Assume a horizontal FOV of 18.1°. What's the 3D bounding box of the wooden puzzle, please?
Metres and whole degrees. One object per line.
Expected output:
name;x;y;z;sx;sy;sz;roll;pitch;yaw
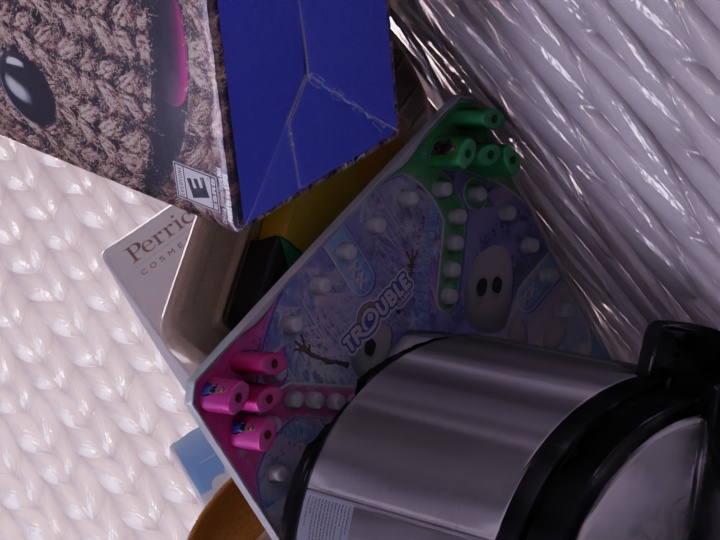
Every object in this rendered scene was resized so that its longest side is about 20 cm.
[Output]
wooden puzzle;0.000;0.000;1.012;0.185;0.037;0.200;41;-133;-37

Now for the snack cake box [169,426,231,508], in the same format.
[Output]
snack cake box;0.013;0.091;1.210;0.067;0.200;0.115;54;174;38

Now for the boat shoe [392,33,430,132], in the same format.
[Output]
boat shoe;-0.017;-0.108;1.098;0.073;0.074;0.200;-117;9;-48

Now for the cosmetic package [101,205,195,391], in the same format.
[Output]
cosmetic package;-0.023;0.048;1.393;0.200;0.167;0.166;49;171;40

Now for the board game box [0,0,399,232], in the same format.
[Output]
board game box;-0.093;-0.130;0.912;0.200;0.097;0.160;21;130;37

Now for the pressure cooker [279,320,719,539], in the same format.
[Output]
pressure cooker;0.087;0.122;0.879;0.200;0.179;0.176;8;132;51

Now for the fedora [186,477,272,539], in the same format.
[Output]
fedora;0.010;0.170;1.048;0.201;0.201;0.082;56;146;-2

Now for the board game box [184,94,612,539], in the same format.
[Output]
board game box;0.038;0.060;0.985;0.026;0.200;0.200;6;135;48
